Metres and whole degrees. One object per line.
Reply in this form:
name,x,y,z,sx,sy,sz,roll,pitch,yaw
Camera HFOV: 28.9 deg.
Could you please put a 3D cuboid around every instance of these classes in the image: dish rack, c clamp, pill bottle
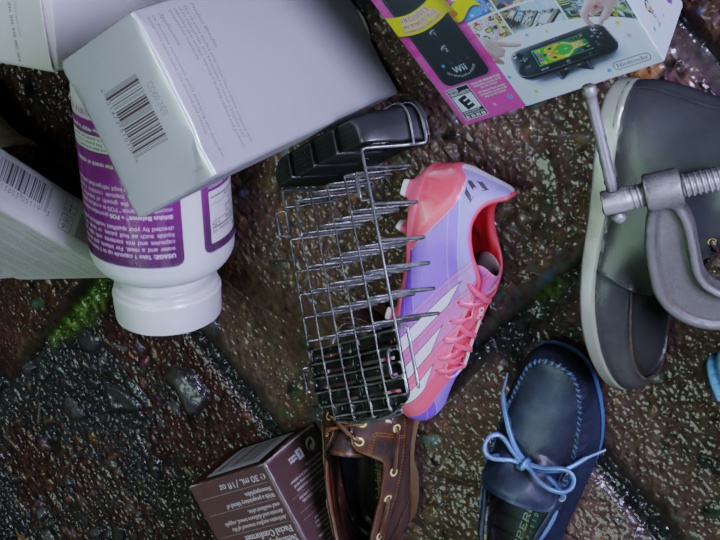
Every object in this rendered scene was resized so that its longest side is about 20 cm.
dish rack,0.000,0.000,0.927,0.153,0.054,0.201,-19,80,64
c clamp,0.229,-0.036,0.764,0.199,0.027,0.171,-7,124,8
pill bottle,-0.152,-0.057,1.041,0.112,0.112,0.201,14,119,30

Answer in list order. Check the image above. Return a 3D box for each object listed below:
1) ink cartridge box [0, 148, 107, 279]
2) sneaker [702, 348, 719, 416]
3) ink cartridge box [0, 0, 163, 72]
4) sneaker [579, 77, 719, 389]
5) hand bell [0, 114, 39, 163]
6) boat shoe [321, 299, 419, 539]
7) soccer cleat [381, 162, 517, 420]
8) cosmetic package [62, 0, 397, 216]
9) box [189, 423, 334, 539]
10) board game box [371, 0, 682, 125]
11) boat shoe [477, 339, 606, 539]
ink cartridge box,-0.313,-0.042,1.148,0.200,0.161,0.050,1,67,37
sneaker,0.293,0.103,0.809,0.200,0.079,0.096,49,119,16
ink cartridge box,-0.247,-0.212,1.013,0.200,0.145,0.084,15,120,31
sneaker,0.195,-0.011,0.835,0.106,0.075,0.201,12,117,31
hand bell,-0.351,-0.177,1.160,0.104,0.104,0.201,-24,85,41
boat shoe,0.005,0.125,1.045,0.070,0.070,0.201,8,115,34
soccer cleat,0.061,0.022,0.958,0.076,0.067,0.201,16,118,25
cosmetic package,-0.078,-0.125,0.896,0.081,0.200,0.113,-23,94,40
box,-0.045,0.236,1.133,0.100,0.075,0.200,-23,99,41
board game box,0.070,-0.190,0.798,0.147,0.064,0.200,-15,126,39
boat shoe,0.123,0.147,0.968,0.084,0.069,0.201,18,121,29
